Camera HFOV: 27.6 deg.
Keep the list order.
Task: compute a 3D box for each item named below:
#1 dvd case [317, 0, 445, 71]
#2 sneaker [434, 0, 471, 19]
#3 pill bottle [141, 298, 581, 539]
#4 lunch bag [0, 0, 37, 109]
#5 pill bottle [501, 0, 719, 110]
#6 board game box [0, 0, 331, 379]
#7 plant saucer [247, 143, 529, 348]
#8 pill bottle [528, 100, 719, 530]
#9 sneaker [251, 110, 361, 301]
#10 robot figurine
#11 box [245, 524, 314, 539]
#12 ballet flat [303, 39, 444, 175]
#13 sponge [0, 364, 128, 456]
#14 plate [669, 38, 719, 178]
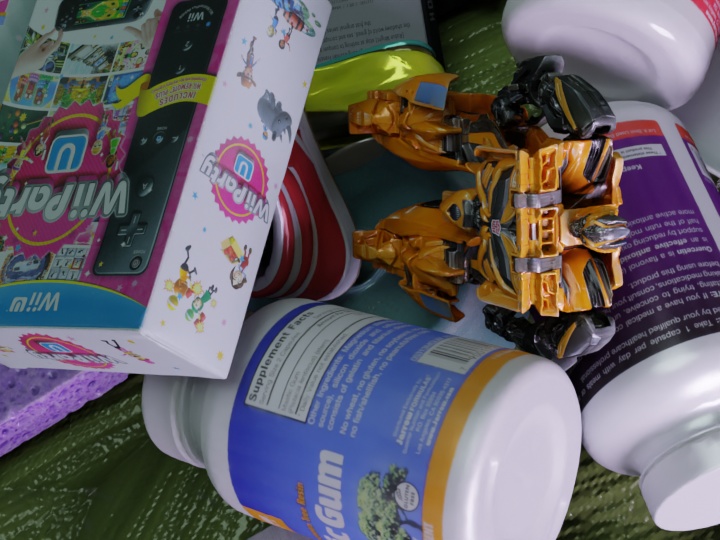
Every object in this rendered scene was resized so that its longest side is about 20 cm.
[{"bbox_3d":[-0.032,-0.185,0.872,0.150,0.025,0.201,-5,100,28],"label":"dvd case"},{"bbox_3d":[0.016,-0.216,0.914,0.199,0.081,0.115,23,72,27],"label":"sneaker"},{"bbox_3d":[-0.005,0.076,0.703,0.199,0.112,0.112,12,69,33],"label":"pill bottle"},{"bbox_3d":[-0.209,-0.075,0.879,0.200,0.122,0.171,-36,29,51],"label":"lunch bag"},{"bbox_3d":[0.159,-0.195,0.793,0.112,0.112,0.201,13,69,26],"label":"pill bottle"},{"bbox_3d":[-0.111,-0.053,0.711,0.147,0.064,0.201,-1,67,36],"label":"board game box"},{"bbox_3d":[0.000,0.000,0.837,0.199,0.036,0.201,-9,62,17],"label":"plant saucer"},{"bbox_3d":[0.144,0.021,0.726,0.112,0.113,0.201,-23,58,9],"label":"pill bottle"},{"bbox_3d":[-0.075,-0.072,0.771,0.071,0.112,0.200,-33,81,20],"label":"sneaker"},{"bbox_3d":[0.058,-0.031,0.702,0.058,0.146,0.200,-8,13,-23],"label":"robot figurine"},{"bbox_3d":[-0.061,0.230,0.737,0.199,0.048,0.159,-29,59,5],"label":"box"},{"bbox_3d":[-0.044,-0.081,0.845,0.199,0.067,0.067,-9,69,25],"label":"ballet flat"},{"bbox_3d":[-0.192,0.039,0.888,0.200,0.030,0.112,-31,51,5],"label":"sponge"},{"bbox_3d":[0.227,-0.138,0.822,0.200,0.032,0.200,33,79,31],"label":"plate"}]
